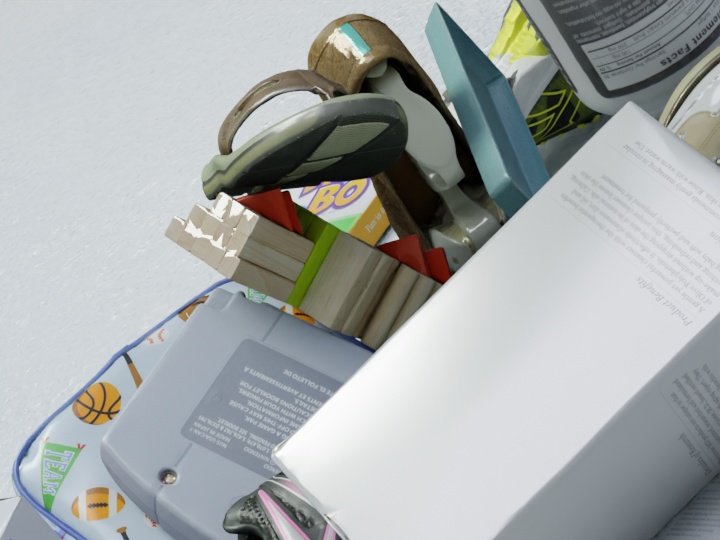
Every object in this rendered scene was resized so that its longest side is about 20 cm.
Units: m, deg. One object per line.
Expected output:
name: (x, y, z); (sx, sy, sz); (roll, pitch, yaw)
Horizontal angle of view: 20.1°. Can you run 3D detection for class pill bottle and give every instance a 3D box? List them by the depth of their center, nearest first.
pill bottle: (0.146, -0.158, 1.125); (0.110, 0.200, 0.111); (-28, 29, 17)

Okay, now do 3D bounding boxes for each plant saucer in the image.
plant saucer: (0.073, -0.075, 1.096); (0.019, 0.070, 0.200); (-37, 32, 15)

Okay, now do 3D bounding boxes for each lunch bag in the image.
lunch bag: (-0.073, 0.105, 1.053); (0.160, 0.076, 0.200); (34, 62, 24)

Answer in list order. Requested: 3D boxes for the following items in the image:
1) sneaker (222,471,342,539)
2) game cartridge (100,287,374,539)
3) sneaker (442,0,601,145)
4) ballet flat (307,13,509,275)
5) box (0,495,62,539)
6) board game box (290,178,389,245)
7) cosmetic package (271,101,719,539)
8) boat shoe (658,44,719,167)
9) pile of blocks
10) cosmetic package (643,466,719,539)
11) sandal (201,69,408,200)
sneaker: (-0.003, 0.166, 0.888); (0.086, 0.081, 0.200); (-23, 44, -3)
game cartridge: (-0.020, 0.098, 0.994); (0.199, 0.041, 0.133); (25, 54, 16)
sneaker: (0.109, -0.101, 1.230); (0.200, 0.084, 0.075); (-55, 33, 12)
ballet flat: (0.042, -0.051, 1.085); (0.068, 0.200, 0.072); (-36, 29, -7)
box: (-0.154, 0.233, 0.881); (0.096, 0.200, 0.177); (-16, 33, 34)
board game box: (-0.019, -0.034, 1.324); (0.095, 0.030, 0.200); (-2, 41, 48)
cosmetic package: (0.078, 0.047, 0.781); (0.200, 0.085, 0.108); (-44, 49, 0)
boat shoe: (0.181, -0.046, 1.060); (0.200, 0.075, 0.068); (-48, 29, 2)
pile of blocks: (0.000, 0.000, 1.049); (0.062, 0.200, 0.082); (-61, 25, 3)
cosmetic package: (0.133, 0.110, 0.823); (0.151, 0.052, 0.200); (-48, 8, -16)
sandal: (-0.040, -0.071, 1.034); (0.079, 0.058, 0.201); (-4, -2, -22)
